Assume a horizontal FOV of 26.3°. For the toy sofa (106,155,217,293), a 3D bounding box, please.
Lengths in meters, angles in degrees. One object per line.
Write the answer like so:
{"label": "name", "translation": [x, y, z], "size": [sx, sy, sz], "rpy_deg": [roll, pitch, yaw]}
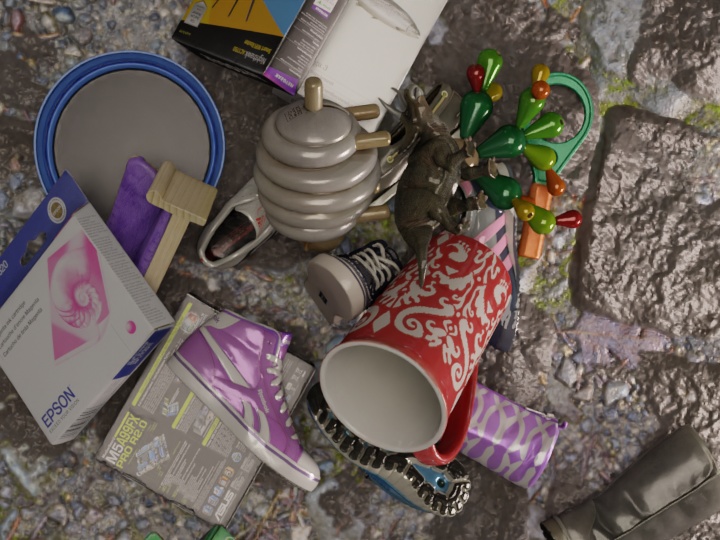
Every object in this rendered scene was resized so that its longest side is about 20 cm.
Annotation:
{"label": "toy sofa", "translation": [-0.228, -0.009, 1.561], "size": [0.097, 0.083, 0.201], "rpy_deg": [25, 115, -7]}

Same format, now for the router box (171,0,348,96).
{"label": "router box", "translation": [-0.094, -0.269, 1.552], "size": [0.051, 0.200, 0.150], "rpy_deg": [30, 89, -37]}

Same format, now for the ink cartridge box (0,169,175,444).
{"label": "ink cartridge box", "translation": [-0.301, 0.038, 1.543], "size": [0.200, 0.043, 0.196], "rpy_deg": [52, 122, 14]}

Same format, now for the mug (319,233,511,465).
{"label": "mug", "translation": [0.061, 0.079, 1.528], "size": [0.133, 0.200, 0.178], "rpy_deg": [20, 134, 16]}

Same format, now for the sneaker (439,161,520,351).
{"label": "sneaker", "translation": [0.123, -0.013, 1.628], "size": [0.081, 0.070, 0.202], "rpy_deg": [-2, 82, -10]}

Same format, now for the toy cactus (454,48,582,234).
{"label": "toy cactus", "translation": [0.134, -0.120, 1.569], "size": [0.164, 0.102, 0.201], "rpy_deg": [-19, 96, -5]}

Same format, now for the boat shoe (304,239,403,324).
{"label": "boat shoe", "translation": [0.000, 0.000, 1.560], "size": [0.092, 0.200, 0.075], "rpy_deg": [-34, 91, -10]}

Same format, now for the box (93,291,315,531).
{"label": "box", "translation": [-0.162, 0.148, 1.625], "size": [0.160, 0.044, 0.201], "rpy_deg": [29, 89, -3]}

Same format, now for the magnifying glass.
{"label": "magnifying glass", "translation": [0.199, -0.113, 1.657], "size": [0.079, 0.022, 0.201], "rpy_deg": [11, 88, -4]}

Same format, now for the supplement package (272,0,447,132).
{"label": "supplement package", "translation": [0.006, -0.247, 1.594], "size": [0.116, 0.117, 0.201], "rpy_deg": [29, 89, -4]}

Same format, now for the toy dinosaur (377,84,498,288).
{"label": "toy dinosaur", "translation": [0.071, -0.079, 1.514], "size": [0.102, 0.077, 0.202], "rpy_deg": [2, 83, 37]}

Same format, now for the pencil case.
{"label": "pencil case", "translation": [0.117, 0.150, 1.620], "size": [0.199, 0.084, 0.086], "rpy_deg": [29, 98, -3]}

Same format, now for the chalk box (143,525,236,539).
{"label": "chalk box", "translation": [-0.160, 0.356, 1.570], "size": [0.200, 0.124, 0.124], "rpy_deg": [43, 112, -4]}

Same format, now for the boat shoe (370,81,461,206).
{"label": "boat shoe", "translation": [0.031, -0.117, 1.618], "size": [0.201, 0.072, 0.060], "rpy_deg": [-39, 103, -9]}

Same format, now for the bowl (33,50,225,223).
{"label": "bowl", "translation": [-0.241, -0.129, 1.619], "size": [0.199, 0.039, 0.202], "rpy_deg": [0, 91, -3]}

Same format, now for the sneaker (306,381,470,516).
{"label": "sneaker", "translation": [0.016, 0.193, 1.609], "size": [0.200, 0.090, 0.079], "rpy_deg": [42, 61, -10]}

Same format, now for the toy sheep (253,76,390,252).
{"label": "toy sheep", "translation": [-0.040, -0.102, 1.503], "size": [0.137, 0.138, 0.201], "rpy_deg": [-4, 125, -3]}

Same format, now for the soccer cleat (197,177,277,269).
{"label": "soccer cleat", "translation": [-0.091, -0.072, 1.593], "size": [0.200, 0.085, 0.069], "rpy_deg": [-41, 94, 8]}

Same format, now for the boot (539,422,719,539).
{"label": "boot", "translation": [0.314, 0.287, 1.650], "size": [0.199, 0.073, 0.183], "rpy_deg": [-28, 94, -10]}

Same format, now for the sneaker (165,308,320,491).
{"label": "sneaker", "translation": [-0.091, 0.125, 1.573], "size": [0.114, 0.073, 0.201], "rpy_deg": [-44, 93, -6]}
